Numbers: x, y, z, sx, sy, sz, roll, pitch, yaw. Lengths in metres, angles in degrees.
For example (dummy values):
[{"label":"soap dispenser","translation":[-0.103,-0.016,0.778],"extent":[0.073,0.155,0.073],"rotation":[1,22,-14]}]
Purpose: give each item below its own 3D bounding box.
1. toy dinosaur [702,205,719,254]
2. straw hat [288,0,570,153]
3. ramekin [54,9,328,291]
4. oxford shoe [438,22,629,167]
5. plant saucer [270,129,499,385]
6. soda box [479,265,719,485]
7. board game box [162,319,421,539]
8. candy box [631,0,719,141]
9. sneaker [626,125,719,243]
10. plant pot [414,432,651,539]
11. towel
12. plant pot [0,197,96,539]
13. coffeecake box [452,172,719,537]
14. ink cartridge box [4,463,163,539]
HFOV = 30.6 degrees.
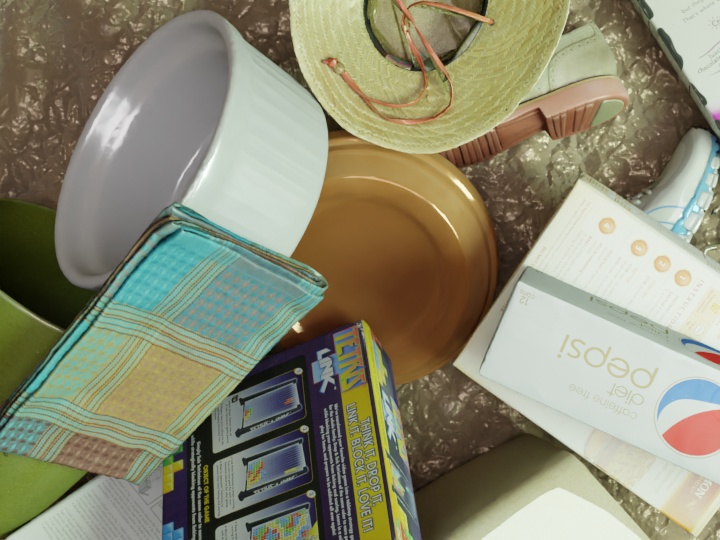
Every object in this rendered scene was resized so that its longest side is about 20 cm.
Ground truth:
[{"label":"toy dinosaur","translation":[0.319,-0.005,0.958],"extent":[0.101,0.058,0.200],"rotation":[-39,94,3]},{"label":"straw hat","translation":[0.045,-0.186,0.904],"extent":[0.199,0.085,0.203],"rotation":[1,100,5]},{"label":"ramekin","translation":[-0.112,-0.064,0.889],"extent":[0.097,0.200,0.201],"rotation":[29,96,-34]},{"label":"oxford shoe","translation":[0.089,-0.124,0.953],"extent":[0.198,0.071,0.074],"rotation":[-13,74,2]},{"label":"plant saucer","translation":[0.000,0.000,0.942],"extent":[0.198,0.038,0.202],"rotation":[2,114,4]},{"label":"soda box","translation":[0.180,0.070,0.827],"extent":[0.199,0.064,0.069],"rotation":[24,104,8]},{"label":"board game box","translation":[-0.050,0.145,0.877],"extent":[0.164,0.201,0.057],"rotation":[-22,131,12]},{"label":"candy box","translation":[0.293,-0.155,0.916],"extent":[0.136,0.061,0.201],"rotation":[-31,83,11]},{"label":"sneaker","translation":[0.187,-0.022,0.953],"extent":[0.086,0.075,0.201],"rotation":[29,95,4]},{"label":"plant pot","translation":[0.115,0.229,0.924],"extent":[0.177,0.200,0.200],"rotation":[-42,94,-5]},{"label":"towel","translation":[-0.127,0.056,0.830],"extent":[0.200,0.146,0.022],"rotation":[-47,50,15]},{"label":"plant pot","translation":[-0.238,0.085,0.926],"extent":[0.186,0.187,0.201],"rotation":[30,107,-2]},{"label":"coffeecake box","translation":[0.189,0.054,0.893],"extent":[0.199,0.073,0.154],"rotation":[35,104,6]},{"label":"ink cartridge box","translation":[-0.127,0.225,0.941],"extent":[0.173,0.044,0.200],"rotation":[-32,68,-30]}]
